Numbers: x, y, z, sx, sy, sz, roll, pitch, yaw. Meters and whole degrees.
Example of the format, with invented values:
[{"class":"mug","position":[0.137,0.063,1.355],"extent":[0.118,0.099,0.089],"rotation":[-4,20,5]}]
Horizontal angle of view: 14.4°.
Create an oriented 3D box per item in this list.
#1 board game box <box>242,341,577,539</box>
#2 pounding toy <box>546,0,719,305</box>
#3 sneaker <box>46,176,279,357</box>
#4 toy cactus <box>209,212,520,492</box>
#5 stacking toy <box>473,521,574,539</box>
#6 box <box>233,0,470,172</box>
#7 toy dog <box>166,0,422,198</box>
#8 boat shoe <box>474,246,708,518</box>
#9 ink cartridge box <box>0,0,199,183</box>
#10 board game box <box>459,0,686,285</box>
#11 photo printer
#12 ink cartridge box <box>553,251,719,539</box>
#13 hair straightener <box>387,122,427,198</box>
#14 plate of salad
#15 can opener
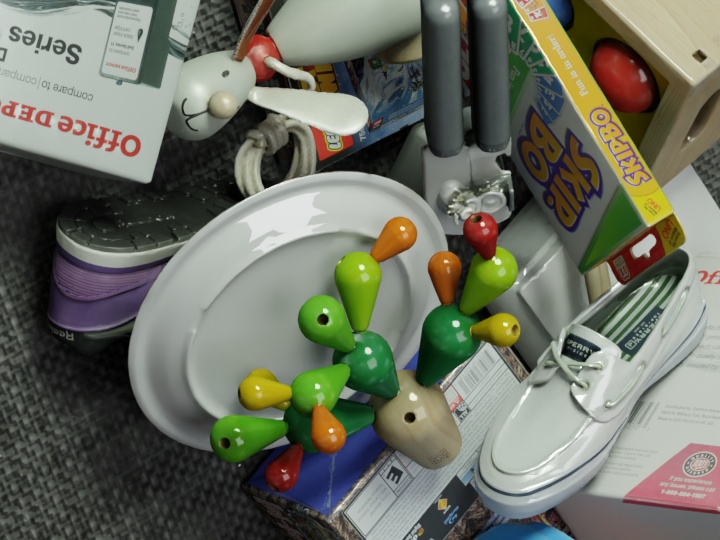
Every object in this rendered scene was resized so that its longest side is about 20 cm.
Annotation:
[{"class":"board game box","position":[0.055,0.149,1.759],"extent":[0.160,0.097,0.200],"rotation":[-48,122,-18]},{"class":"pounding toy","position":[0.148,-0.118,1.708],"extent":[0.142,0.200,0.184],"rotation":[-39,75,-25]},{"class":"sneaker","position":[-0.095,0.002,1.656],"extent":[0.200,0.076,0.088],"rotation":[-6,122,-34]},{"class":"toy cactus","position":[0.019,0.064,1.597],"extent":[0.200,0.102,0.165],"rotation":[-42,139,-2]},{"class":"stacking toy","position":[0.109,0.259,1.708],"extent":[0.110,0.116,0.200],"rotation":[-35,129,-22]},{"class":"box","position":[-0.010,-0.176,1.688],"extent":[0.137,0.040,0.201],"rotation":[-27,113,-30]},{"class":"toy dog","position":[-0.013,-0.131,1.610],"extent":[0.132,0.096,0.200],"rotation":[45,73,-32]},{"class":"boat shoe","position":[0.132,0.058,1.688],"extent":[0.200,0.073,0.067],"rotation":[-48,146,-30]},{"class":"ink cartridge box","position":[-0.165,-0.160,1.553],"extent":[0.146,0.083,0.201],"rotation":[14,91,-36]},{"class":"board game box","position":[0.113,-0.085,1.657],"extent":[0.030,0.096,0.200],"rotation":[-31,85,-26]},{"class":"photo printer","position":[0.178,0.023,1.841],"extent":[0.166,0.069,0.200],"rotation":[-47,121,-19]},{"class":"ink cartridge box","position":[0.226,0.089,1.733],"extent":[0.200,0.146,0.083],"rotation":[-54,126,-28]},{"class":"hair straightener","position":[0.000,0.000,1.706],"extent":[0.041,0.077,0.200],"rotation":[33,90,1]},{"class":"plate of salad","position":[-0.043,0.020,1.621],"extent":[0.200,0.048,0.200],"rotation":[-18,136,-18]},{"class":"can opener","position":[0.058,-0.093,1.624],"extent":[0.052,0.067,0.200],"rotation":[-8,142,-3]}]
